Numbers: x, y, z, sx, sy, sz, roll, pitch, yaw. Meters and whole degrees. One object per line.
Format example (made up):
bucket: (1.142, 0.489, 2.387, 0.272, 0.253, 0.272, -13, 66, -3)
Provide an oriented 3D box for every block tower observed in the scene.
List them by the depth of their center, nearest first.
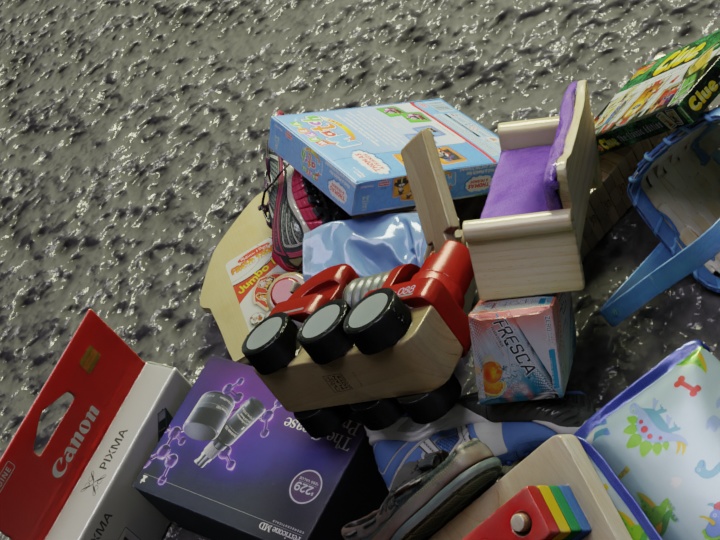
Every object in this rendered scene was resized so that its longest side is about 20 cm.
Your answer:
block tower: (0.229, -0.100, 1.202, 0.200, 0.058, 0.054, -49, 44, -10)

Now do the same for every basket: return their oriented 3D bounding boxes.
basket: (0.277, -0.048, 1.035, 0.199, 0.140, 0.176, -39, -3, -26)

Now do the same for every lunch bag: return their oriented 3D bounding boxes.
lunch bag: (0.210, 0.178, 0.925, 0.199, 0.127, 0.171, -38, 55, 6)

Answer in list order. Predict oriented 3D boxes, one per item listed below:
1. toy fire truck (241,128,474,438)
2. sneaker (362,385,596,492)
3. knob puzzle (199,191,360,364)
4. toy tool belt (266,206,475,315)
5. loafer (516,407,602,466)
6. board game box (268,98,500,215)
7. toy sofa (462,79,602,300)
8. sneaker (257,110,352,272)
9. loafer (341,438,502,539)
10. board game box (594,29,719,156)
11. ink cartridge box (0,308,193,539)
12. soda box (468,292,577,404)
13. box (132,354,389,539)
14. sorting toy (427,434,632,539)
toy fire truck: (0.015, 0.008, 1.058, 0.175, 0.129, 0.201, -14, 32, 44)
sneaker: (0.094, 0.130, 1.032, 0.198, 0.075, 0.078, -11, 90, 38)
knob puzzle: (-0.068, -0.010, 1.328, 0.217, 0.031, 0.222, -17, 45, 18)
toy tool belt: (0.000, 0.000, 1.180, 0.197, 0.123, 0.127, -8, 69, 12)
loafer: (0.128, 0.185, 1.031, 0.200, 0.072, 0.063, -46, 17, -15)
board game box: (0.036, -0.110, 1.261, 0.198, 0.037, 0.151, -9, 33, -33)
toy sofa: (0.134, -0.067, 1.045, 0.082, 0.099, 0.201, -6, 26, 18)
sneaker: (-0.068, -0.083, 1.319, 0.075, 0.080, 0.201, -42, 32, 22)
loafer: (0.034, 0.174, 1.000, 0.071, 0.201, 0.063, -15, 61, -37)
board game box: (0.246, -0.144, 1.091, 0.105, 0.023, 0.200, -45, 7, -13)
ink cartridge box: (-0.219, 0.166, 1.173, 0.044, 0.177, 0.202, 8, 59, 36)
soda box: (0.129, 0.047, 1.045, 0.063, 0.069, 0.200, -7, 6, 13)
box: (-0.075, 0.168, 1.156, 0.198, 0.079, 0.142, 12, 64, 38)
sorting toy: (0.100, 0.246, 0.891, 0.199, 0.069, 0.202, -45, 56, 30)
